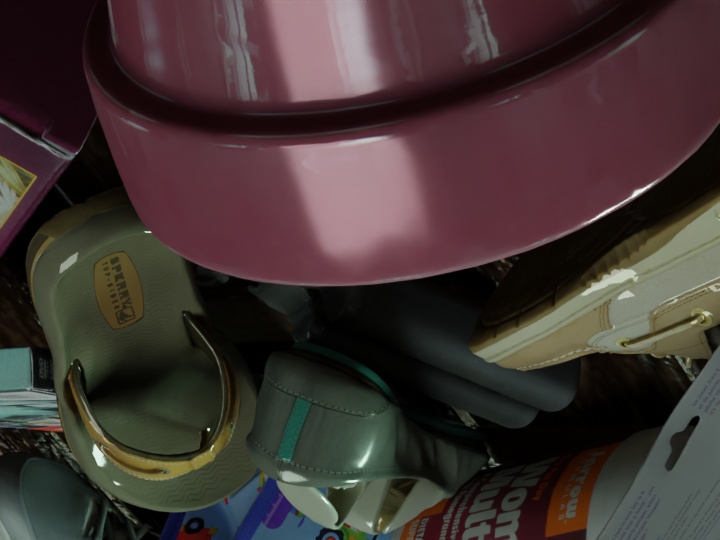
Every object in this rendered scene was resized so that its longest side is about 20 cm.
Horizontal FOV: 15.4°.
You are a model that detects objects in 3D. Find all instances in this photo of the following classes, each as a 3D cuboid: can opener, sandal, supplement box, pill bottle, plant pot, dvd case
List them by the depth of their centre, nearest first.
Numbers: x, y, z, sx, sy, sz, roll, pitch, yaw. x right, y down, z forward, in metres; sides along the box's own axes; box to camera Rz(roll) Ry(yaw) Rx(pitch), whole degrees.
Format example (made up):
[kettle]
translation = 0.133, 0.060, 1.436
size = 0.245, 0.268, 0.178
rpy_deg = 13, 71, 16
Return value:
[plant pot]
translation = 0.001, -0.123, 0.766
size = 0.200, 0.200, 0.179
rpy_deg = 3, 127, 29
[supplement box]
translation = -0.176, -0.070, 1.019
size = 0.131, 0.103, 0.200
rpy_deg = 30, 148, -11
[sandal]
translation = -0.077, 0.044, 1.027
size = 0.054, 0.080, 0.200
rpy_deg = 53, 167, 33
[can opener]
translation = 0.000, 0.000, 1.071
size = 0.200, 0.067, 0.053
rpy_deg = 23, 150, -25
[pill bottle]
translation = 0.111, 0.125, 1.120
size = 0.110, 0.110, 0.200
rpy_deg = 40, 144, -25
[dvd case]
translation = -0.124, 0.054, 1.154
size = 0.146, 0.022, 0.200
rpy_deg = -5, 172, 38

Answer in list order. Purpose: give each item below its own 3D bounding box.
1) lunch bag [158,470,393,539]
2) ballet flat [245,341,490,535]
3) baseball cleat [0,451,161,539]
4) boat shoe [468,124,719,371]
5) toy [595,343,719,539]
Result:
[lunch bag]
translation = -0.035, 0.197, 1.216
size = 0.151, 0.200, 0.094
rpy_deg = 36, 156, -24
[ballet flat]
translation = 0.000, 0.077, 1.094
size = 0.067, 0.064, 0.200
rpy_deg = 17, 174, 21
[baseball cleat]
translation = -0.098, 0.147, 1.343
size = 0.106, 0.070, 0.200
rpy_deg = -25, 126, 27
[boat shoe]
translation = 0.116, 0.002, 0.969
size = 0.069, 0.074, 0.200
rpy_deg = 40, 144, -14
[toy]
translation = 0.167, 0.084, 0.999
size = 0.200, 0.115, 0.047
rpy_deg = 26, -172, -37
